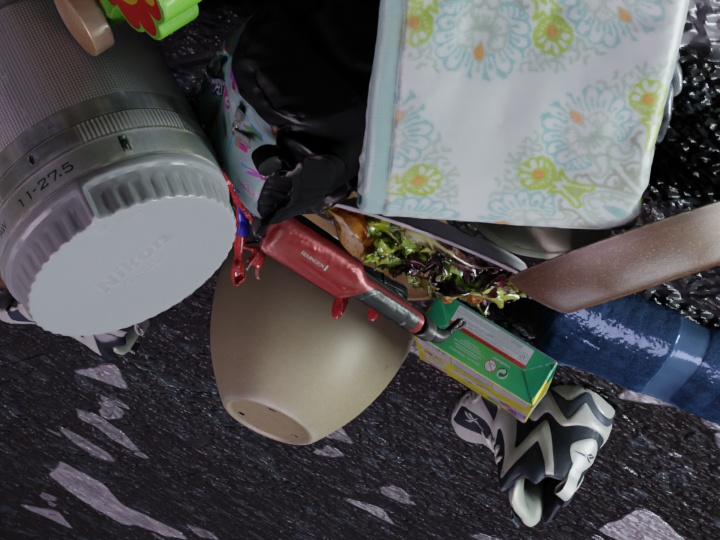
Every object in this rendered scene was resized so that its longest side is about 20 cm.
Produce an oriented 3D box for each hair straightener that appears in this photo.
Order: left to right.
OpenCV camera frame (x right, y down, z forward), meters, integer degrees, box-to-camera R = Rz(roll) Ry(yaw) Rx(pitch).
[{"bbox_3d":[0.000,0.000,1.173,0.199,0.041,0.077,27,-167,-26],"label":"hair straightener"}]

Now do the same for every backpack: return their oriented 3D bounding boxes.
[{"bbox_3d":[-0.027,-0.113,0.987,0.127,0.166,0.200,64,159,10],"label":"backpack"}]

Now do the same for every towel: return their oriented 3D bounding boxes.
[{"bbox_3d":[0.090,-0.114,0.847,0.170,0.048,0.201,5,123,-4],"label":"towel"},{"bbox_3d":[0.245,0.070,1.242,0.199,0.049,0.112,23,155,1],"label":"towel"}]

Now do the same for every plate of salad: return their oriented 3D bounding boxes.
[{"bbox_3d":[0.049,-0.006,1.118,0.199,0.048,0.200,21,175,2],"label":"plate of salad"}]

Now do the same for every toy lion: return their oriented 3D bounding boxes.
[{"bbox_3d":[-0.159,-0.216,0.852,0.201,0.068,0.192,56,165,-1],"label":"toy lion"}]

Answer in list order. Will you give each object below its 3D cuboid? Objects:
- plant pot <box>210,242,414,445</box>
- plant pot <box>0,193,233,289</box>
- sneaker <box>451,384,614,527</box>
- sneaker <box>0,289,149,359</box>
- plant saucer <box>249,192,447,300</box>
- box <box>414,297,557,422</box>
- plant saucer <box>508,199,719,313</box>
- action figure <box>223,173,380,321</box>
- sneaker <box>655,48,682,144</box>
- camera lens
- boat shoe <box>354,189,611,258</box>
[{"bbox_3d":[-0.063,0.085,1.438,0.199,0.135,0.201,19,156,9],"label":"plant pot"},{"bbox_3d":[-0.202,-0.068,1.218,0.174,0.202,0.200,15,163,-32],"label":"plant pot"},{"bbox_3d":[0.147,0.183,1.459,0.198,0.130,0.079,-3,144,45],"label":"sneaker"},{"bbox_3d":[-0.299,0.049,1.618,0.198,0.080,0.130,-18,126,42],"label":"sneaker"},{"bbox_3d":[-0.004,-0.043,1.243,0.199,0.036,0.201,19,155,9],"label":"plant saucer"},{"bbox_3d":[0.108,0.080,1.316,0.117,0.049,0.200,32,171,8],"label":"box"},{"bbox_3d":[0.195,-0.010,0.979,0.199,0.037,0.200,-18,176,-1],"label":"plant saucer"},{"bbox_3d":[-0.060,-0.004,1.217,0.065,0.099,0.200,0,144,39],"label":"action figure"},{"bbox_3d":[0.134,-0.098,0.957,0.113,0.076,0.200,24,153,5],"label":"sneaker"},{"bbox_3d":[-0.186,-0.080,0.992,0.201,0.159,0.160,60,169,24],"label":"camera lens"},{"bbox_3d":[0.086,-0.063,1.093,0.198,0.072,0.060,16,-161,8],"label":"boat shoe"}]
